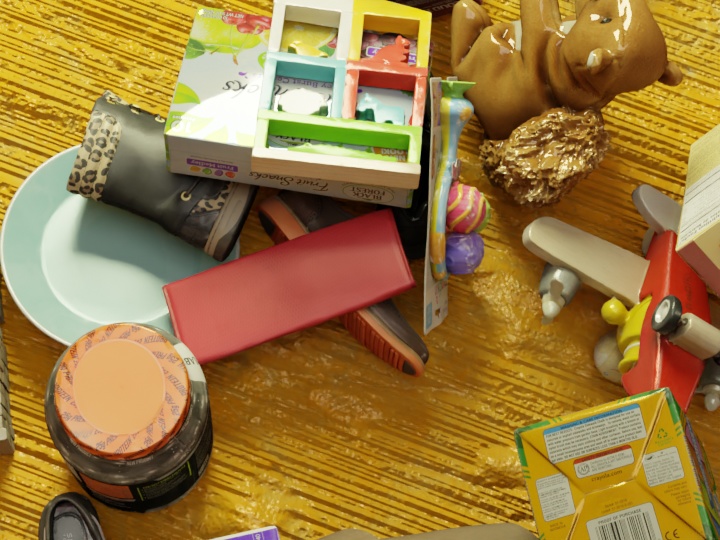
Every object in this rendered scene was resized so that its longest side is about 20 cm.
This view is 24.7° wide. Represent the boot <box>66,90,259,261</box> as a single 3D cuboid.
[{"bbox_3d":[-0.148,-0.116,1.379,0.150,0.073,0.201,19,64,-3],"label":"boot"}]

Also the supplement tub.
[{"bbox_3d":[-0.175,0.112,1.256,0.122,0.200,0.123,1,73,-4],"label":"supplement tub"}]

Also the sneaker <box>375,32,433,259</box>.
[{"bbox_3d":[0.041,-0.115,1.397,0.075,0.091,0.201,-8,73,-4],"label":"sneaker"}]

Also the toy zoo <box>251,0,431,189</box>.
[{"bbox_3d":[-0.012,-0.155,1.300,0.130,0.021,0.201,7,55,-1],"label":"toy zoo"}]

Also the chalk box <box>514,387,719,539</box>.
[{"bbox_3d":[0.211,0.188,1.258,0.124,0.200,0.125,-18,64,13],"label":"chalk box"}]

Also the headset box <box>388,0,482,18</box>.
[{"bbox_3d":[0.038,-0.316,1.414,0.077,0.200,0.150,-10,71,28],"label":"headset box"}]

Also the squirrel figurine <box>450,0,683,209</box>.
[{"bbox_3d":[0.175,-0.144,1.352,0.141,0.186,0.201,11,84,-33],"label":"squirrel figurine"}]

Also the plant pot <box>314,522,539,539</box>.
[{"bbox_3d":[0.062,0.274,1.247,0.174,0.200,0.201,-17,74,-28],"label":"plant pot"}]

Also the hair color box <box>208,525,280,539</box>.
[{"bbox_3d":[-0.164,0.245,1.222,0.199,0.109,0.065,-6,77,-34],"label":"hair color box"}]

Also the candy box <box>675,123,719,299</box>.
[{"bbox_3d":[0.317,-0.035,1.331,0.115,0.200,0.055,45,119,-11],"label":"candy box"}]

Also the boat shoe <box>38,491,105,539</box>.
[{"bbox_3d":[-0.216,0.271,1.280,0.066,0.057,0.201,-13,74,-7],"label":"boat shoe"}]

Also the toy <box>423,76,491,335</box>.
[{"bbox_3d":[0.081,-0.055,1.327,0.047,0.115,0.201,0,97,13],"label":"toy"}]

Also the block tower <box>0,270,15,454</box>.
[{"bbox_3d":[-0.320,0.049,1.343,0.057,0.054,0.201,-8,73,-5],"label":"block tower"}]

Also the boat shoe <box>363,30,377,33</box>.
[{"bbox_3d":[-0.044,-0.273,1.450,0.086,0.075,0.203,-16,66,9],"label":"boat shoe"}]

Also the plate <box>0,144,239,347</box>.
[{"bbox_3d":[-0.201,-0.017,1.376,0.199,0.026,0.201,4,65,-8],"label":"plate"}]

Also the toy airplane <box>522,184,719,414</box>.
[{"bbox_3d":[0.240,0.031,1.355,0.199,0.141,0.200,-12,59,-46],"label":"toy airplane"}]

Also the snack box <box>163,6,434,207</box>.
[{"bbox_3d":[-0.047,-0.133,1.327,0.199,0.053,0.143,8,56,1],"label":"snack box"}]

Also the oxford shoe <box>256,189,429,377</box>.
[{"bbox_3d":[0.000,0.000,1.369,0.073,0.071,0.200,-37,78,-15],"label":"oxford shoe"}]

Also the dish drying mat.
[{"bbox_3d":[-0.058,0.014,1.326,0.199,0.018,0.077,-20,70,5],"label":"dish drying mat"}]
